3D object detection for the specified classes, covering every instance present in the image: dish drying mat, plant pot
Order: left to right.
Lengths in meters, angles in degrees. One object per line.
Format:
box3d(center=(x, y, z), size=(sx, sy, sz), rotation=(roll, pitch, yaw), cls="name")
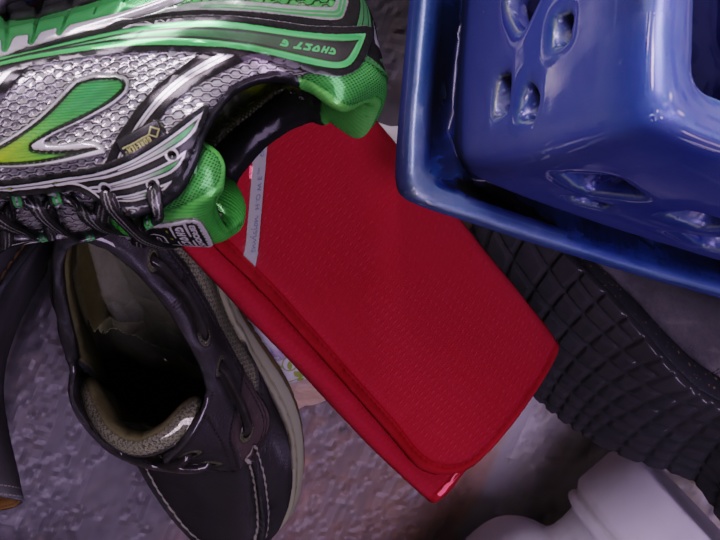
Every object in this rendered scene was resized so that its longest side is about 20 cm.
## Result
box3d(center=(0.000, 0.000, 0.885), size=(0.077, 0.018, 0.200), rotation=(-51, 132, -11), cls="dish drying mat")
box3d(center=(0.122, -0.094, 0.851), size=(0.200, 0.180, 0.201), rotation=(15, 72, -30), cls="plant pot")

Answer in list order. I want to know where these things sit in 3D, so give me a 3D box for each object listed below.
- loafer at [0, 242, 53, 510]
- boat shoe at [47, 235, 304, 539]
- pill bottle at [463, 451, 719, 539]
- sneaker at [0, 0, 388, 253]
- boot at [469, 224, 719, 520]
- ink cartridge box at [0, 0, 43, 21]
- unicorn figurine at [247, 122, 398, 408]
box3d(center=(-0.143, 0.060, 0.889), size=(0.072, 0.073, 0.200), rotation=(28, 82, 8), cls="loafer")
box3d(center=(-0.070, 0.036, 0.906), size=(0.072, 0.066, 0.201), rotation=(9, 137, 21), cls="boat shoe")
box3d(center=(0.062, 0.167, 1.034), size=(0.200, 0.120, 0.120), rotation=(-44, 124, 5), cls="pill bottle")
box3d(center=(-0.084, -0.036, 0.775), size=(0.200, 0.085, 0.078), rotation=(-30, 162, -1), cls="sneaker")
box3d(center=(0.143, 0.021, 1.011), size=(0.200, 0.132, 0.070), rotation=(41, 140, 3), cls="boot")
box3d(center=(-0.122, -0.109, 0.774), size=(0.117, 0.067, 0.200), rotation=(-35, 162, -1), cls="ink cartridge box")
box3d(center=(-0.012, -0.026, 0.925), size=(0.137, 0.074, 0.200), rotation=(-8, 117, -23), cls="unicorn figurine")
